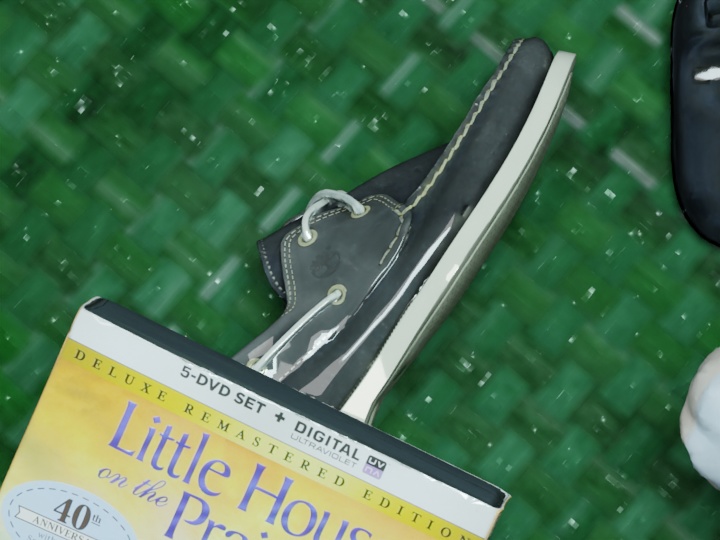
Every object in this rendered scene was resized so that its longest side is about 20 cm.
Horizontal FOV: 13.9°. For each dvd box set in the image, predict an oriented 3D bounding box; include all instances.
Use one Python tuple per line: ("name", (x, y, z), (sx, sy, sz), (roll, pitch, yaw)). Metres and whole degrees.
("dvd box set", (-0.060, 0.128, 0.924), (0.146, 0.029, 0.200), (26, 101, 4))

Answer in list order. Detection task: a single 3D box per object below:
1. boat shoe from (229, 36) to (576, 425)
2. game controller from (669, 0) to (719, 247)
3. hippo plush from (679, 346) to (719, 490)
("boat shoe", (0.000, 0.000, 0.961), (0.068, 0.072, 0.200), (36, 84, 6))
("game controller", (0.204, -0.056, 0.994), (0.200, 0.042, 0.104), (0, 94, 0))
("hippo plush", (0.165, 0.126, 0.914), (0.200, 0.159, 0.161), (40, 112, 40))
